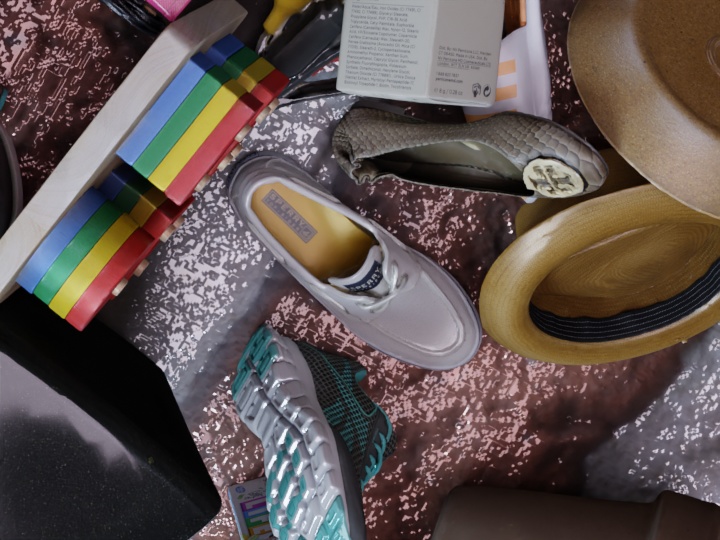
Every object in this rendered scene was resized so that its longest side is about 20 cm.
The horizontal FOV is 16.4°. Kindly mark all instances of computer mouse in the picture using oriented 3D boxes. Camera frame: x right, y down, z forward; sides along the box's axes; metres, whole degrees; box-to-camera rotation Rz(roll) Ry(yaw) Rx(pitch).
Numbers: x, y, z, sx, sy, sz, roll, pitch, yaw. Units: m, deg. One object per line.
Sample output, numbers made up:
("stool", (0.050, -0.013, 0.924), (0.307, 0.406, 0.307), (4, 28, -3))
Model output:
("computer mouse", (-0.195, -0.209, 1.502), (0.200, 0.059, 0.034), (36, 90, -17))

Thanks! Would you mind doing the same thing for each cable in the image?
("cable", (-0.056, -0.123, 1.566), (0.200, 0.050, 0.097), (-39, 122, 15))

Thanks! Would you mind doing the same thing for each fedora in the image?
("fedora", (0.165, -0.020, 1.579), (0.200, 0.082, 0.201), (-11, 143, -8))

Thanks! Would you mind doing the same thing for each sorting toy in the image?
("sorting toy", (-0.127, -0.055, 1.451), (0.070, 0.200, 0.199), (39, 103, -3))

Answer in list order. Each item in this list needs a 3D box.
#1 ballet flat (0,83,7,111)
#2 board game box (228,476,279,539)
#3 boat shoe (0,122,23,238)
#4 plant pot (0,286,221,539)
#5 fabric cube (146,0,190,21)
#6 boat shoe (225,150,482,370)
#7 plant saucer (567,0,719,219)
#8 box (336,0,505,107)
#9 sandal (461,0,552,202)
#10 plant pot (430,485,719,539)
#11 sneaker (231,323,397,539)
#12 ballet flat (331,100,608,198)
("ballet flat", (-0.287, -0.038, 1.527), (0.073, 0.073, 0.200), (25, 102, -14))
("board game box", (-0.039, 0.247, 1.606), (0.034, 0.134, 0.200), (-16, 107, -5))
("boat shoe", (-0.260, -0.101, 1.468), (0.072, 0.061, 0.201), (-27, 75, 5))
("plant pot", (-0.230, 0.104, 1.486), (0.199, 0.200, 0.177), (-39, 119, 3))
("fabric cube", (-0.127, -0.291, 1.419), (0.199, 0.196, 0.200), (39, 97, -14))
("boat shoe", (0.000, 0.000, 1.580), (0.200, 0.070, 0.071), (42, 95, -16))
("plant saucer", (0.223, -0.117, 1.528), (0.200, 0.200, 0.035), (22, 138, -14))
("box", (0.043, -0.201, 1.502), (0.068, 0.082, 0.200), (3, 96, -46))
("sandal", (0.083, -0.145, 1.557), (0.059, 0.079, 0.207), (-5, 97, -7))
("plant pot", (0.123, 0.220, 1.615), (0.174, 0.200, 0.201), (18, 102, 6))
("sneaker", (-0.014, 0.110, 1.551), (0.091, 0.200, 0.078), (12, 126, -25))
("ballet flat", (0.061, -0.067, 1.519), (0.046, 0.200, 0.067), (-55, 137, -28))
